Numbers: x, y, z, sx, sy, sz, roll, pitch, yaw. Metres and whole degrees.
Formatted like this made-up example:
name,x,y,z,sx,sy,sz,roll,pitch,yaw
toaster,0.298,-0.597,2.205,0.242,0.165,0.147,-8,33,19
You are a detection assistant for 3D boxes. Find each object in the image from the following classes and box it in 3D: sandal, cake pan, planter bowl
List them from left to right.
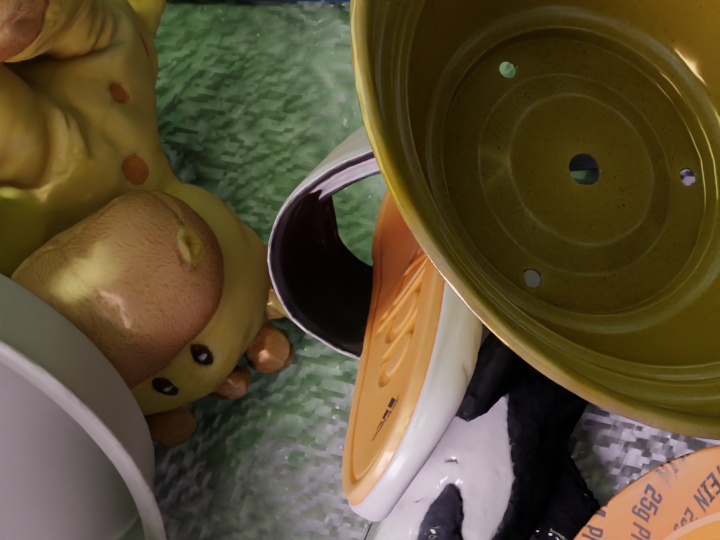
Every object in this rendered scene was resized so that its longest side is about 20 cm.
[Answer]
name,x,y,z,sx,sy,sz,roll,pitch,yaw
cake pan,-0.153,0.056,0.731,0.200,0.200,0.037,-5,43,26
sandal,0.004,-0.006,0.693,0.079,0.059,0.207,-56,11,26
planter bowl,0.078,-0.040,0.636,0.083,0.200,0.201,139,147,-64

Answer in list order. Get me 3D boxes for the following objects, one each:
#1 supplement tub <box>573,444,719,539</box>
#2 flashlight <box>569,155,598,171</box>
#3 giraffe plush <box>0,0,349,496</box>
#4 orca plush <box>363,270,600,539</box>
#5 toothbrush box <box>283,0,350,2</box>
name,x,y,z,sx,sy,sz,roll,pitch,yaw
supplement tub,0.120,0.120,0.534,0.122,0.200,0.123,-13,58,22
flashlight,0.147,-0.060,0.701,0.199,0.068,0.068,-3,71,27
giraffe plush,-0.100,-0.016,0.758,0.172,0.200,0.162,-37,81,28
orca plush,0.045,0.074,0.681,0.071,0.105,0.200,25,52,-1
toothbrush box,-0.017,-0.208,0.858,0.146,0.085,0.200,4,67,32
